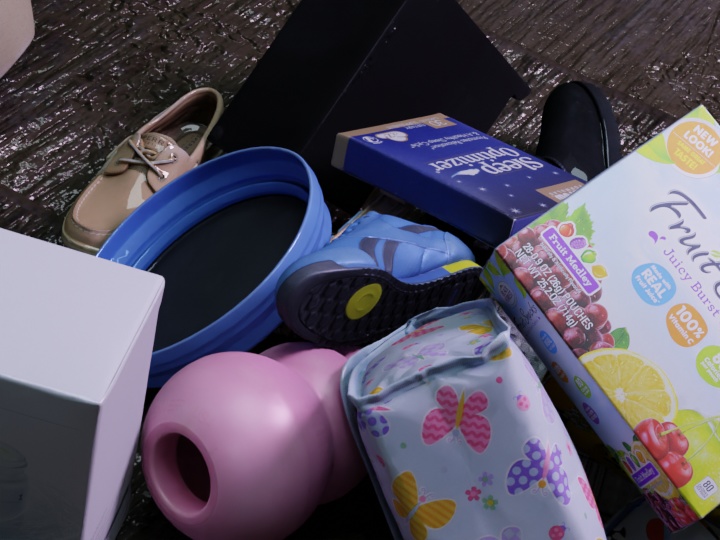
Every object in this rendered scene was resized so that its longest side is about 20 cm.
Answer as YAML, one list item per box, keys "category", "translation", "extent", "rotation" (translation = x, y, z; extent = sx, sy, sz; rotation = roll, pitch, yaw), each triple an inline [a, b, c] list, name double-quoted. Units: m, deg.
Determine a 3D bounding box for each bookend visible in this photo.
- category: "bookend"
  translation: [0.012, -0.127, 1.496]
  extent: [0.092, 0.199, 0.200]
  rotation: [31, -4, 37]

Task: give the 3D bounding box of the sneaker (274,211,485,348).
- category: "sneaker"
  translation: [0.000, 0.000, 1.236]
  extent: [0.078, 0.066, 0.200]
  rotation: [46, 29, 27]

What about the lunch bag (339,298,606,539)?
- category: "lunch bag"
  translation: [0.067, 0.117, 1.144]
  extent: [0.127, 0.170, 0.200]
  rotation: [-23, 8, 5]

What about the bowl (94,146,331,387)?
- category: "bowl"
  translation: [-0.108, -0.002, 1.282]
  extent: [0.200, 0.039, 0.201]
  rotation: [-25, 34, 18]

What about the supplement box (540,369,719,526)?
- category: "supplement box"
  translation: [0.223, 0.090, 1.211]
  extent: [0.200, 0.110, 0.109]
  rotation: [32, 72, 5]

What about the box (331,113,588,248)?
- category: "box"
  translation: [0.092, -0.059, 1.340]
  extent: [0.200, 0.033, 0.121]
  rotation: [30, 29, 33]

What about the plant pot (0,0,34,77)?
- category: "plant pot"
  translation: [-0.334, -0.199, 1.453]
  extent: [0.134, 0.200, 0.201]
  rotation: [45, 33, -19]

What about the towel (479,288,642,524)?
- category: "towel"
  translation: [0.166, 0.075, 1.293]
  extent: [0.199, 0.035, 0.193]
  rotation: [20, 68, 11]

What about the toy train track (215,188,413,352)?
- category: "toy train track"
  translation: [-0.025, -0.012, 1.307]
  extent: [0.115, 0.033, 0.200]
  rotation: [28, 50, 26]

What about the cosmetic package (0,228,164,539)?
- category: "cosmetic package"
  translation: [-0.236, 0.083, 1.095]
  extent: [0.199, 0.200, 0.123]
  rotation: [16, 38, 4]

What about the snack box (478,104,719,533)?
- category: "snack box"
  translation: [0.199, 0.028, 1.134]
  extent: [0.168, 0.068, 0.200]
  rotation: [-33, 81, -15]

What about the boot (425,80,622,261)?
- category: "boot"
  translation: [0.127, -0.081, 1.494]
  extent: [0.162, 0.073, 0.199]
  rotation: [7, 53, -20]

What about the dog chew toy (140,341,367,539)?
- category: "dog chew toy"
  translation: [-0.045, 0.102, 1.203]
  extent: [0.124, 0.125, 0.200]
  rotation: [38, 35, 28]

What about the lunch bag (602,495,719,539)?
- category: "lunch bag"
  translation: [0.182, 0.227, 1.151]
  extent: [0.160, 0.076, 0.200]
  rotation: [29, 39, 27]

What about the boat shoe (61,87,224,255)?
- category: "boat shoe"
  translation: [-0.165, -0.078, 1.426]
  extent: [0.071, 0.065, 0.200]
  rotation: [22, 39, 11]

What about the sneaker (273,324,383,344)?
- category: "sneaker"
  translation: [-0.022, 0.029, 1.344]
  extent: [0.200, 0.078, 0.085]
  rotation: [22, 48, 21]
